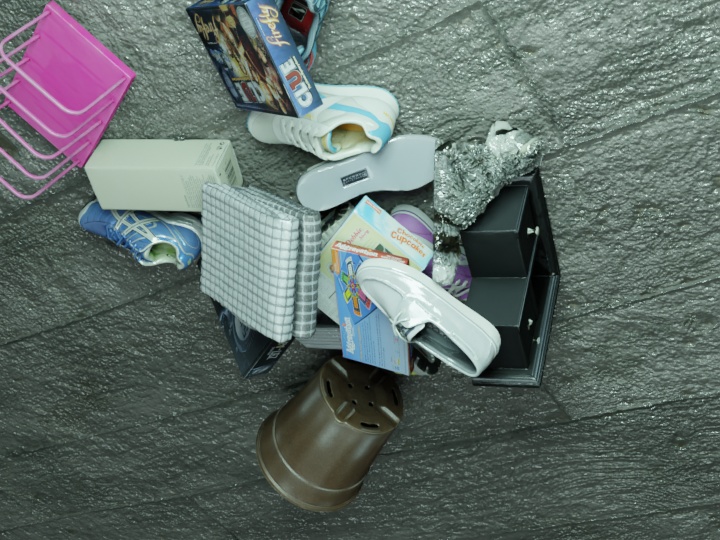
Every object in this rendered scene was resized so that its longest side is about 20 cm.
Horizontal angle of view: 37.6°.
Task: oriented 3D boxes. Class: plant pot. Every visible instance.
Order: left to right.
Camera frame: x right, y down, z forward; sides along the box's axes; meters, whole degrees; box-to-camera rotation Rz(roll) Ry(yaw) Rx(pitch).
[{"bbox_3d":[-0.041,0.250,1.703,0.199,0.201,0.199,26,130,-10],"label":"plant pot"}]

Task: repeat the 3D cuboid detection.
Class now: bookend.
[{"bbox_3d":[0.184,0.008,1.348,0.091,0.200,0.201,0,135,22],"label":"bookend"}]

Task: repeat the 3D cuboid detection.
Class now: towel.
[{"bbox_3d":[-0.126,-0.016,1.359,0.199,0.085,0.167,26,119,48],"label":"towel"}]

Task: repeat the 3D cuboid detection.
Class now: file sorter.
[{"bbox_3d":[-0.410,-0.209,1.358,0.139,0.126,0.200,41,135,-5],"label":"file sorter"}]

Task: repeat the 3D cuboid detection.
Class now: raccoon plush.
[{"bbox_3d":[0.156,-0.083,1.287,0.133,0.097,0.202,1,97,6],"label":"raccoon plush"}]

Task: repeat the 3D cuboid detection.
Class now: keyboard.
[{"bbox_3d":[-0.050,0.101,1.584,0.056,0.011,0.199,46,156,-22],"label":"keyboard"}]

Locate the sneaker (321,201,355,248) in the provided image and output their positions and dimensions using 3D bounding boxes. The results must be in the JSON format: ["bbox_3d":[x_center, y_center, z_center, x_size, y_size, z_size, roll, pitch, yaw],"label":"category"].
[{"bbox_3d":[-0.054,-0.016,1.497,0.089,0.079,0.200,39,134,-19],"label":"sneaker"}]

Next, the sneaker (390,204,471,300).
[{"bbox_3d":[0.104,0.012,1.447,0.200,0.115,0.073,35,134,-21],"label":"sneaker"}]

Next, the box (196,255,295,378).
[{"bbox_3d":[-0.156,0.027,1.504,0.043,0.201,0.160,-9,154,-35],"label":"box"}]

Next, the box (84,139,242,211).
[{"bbox_3d":[-0.269,-0.131,1.455,0.198,0.069,0.083,4,135,16],"label":"box"}]

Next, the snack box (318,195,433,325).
[{"bbox_3d":[0.000,0.000,1.393,0.116,0.037,0.200,39,139,-3],"label":"snack box"}]

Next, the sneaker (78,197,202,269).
[{"bbox_3d":[-0.324,-0.056,1.548,0.198,0.077,0.076,11,140,10],"label":"sneaker"}]

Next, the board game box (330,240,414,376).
[{"bbox_3d":[0.018,0.052,1.386,0.102,0.019,0.201,14,135,19],"label":"board game box"}]

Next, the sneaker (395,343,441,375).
[{"bbox_3d":[0.027,0.092,1.552,0.090,0.078,0.200,-17,124,46],"label":"sneaker"}]

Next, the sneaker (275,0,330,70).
[{"bbox_3d":[-0.089,-0.270,1.224,0.079,0.096,0.201,21,138,-3],"label":"sneaker"}]

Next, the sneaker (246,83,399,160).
[{"bbox_3d":[-0.055,-0.182,1.318,0.198,0.081,0.077,-1,137,22],"label":"sneaker"}]

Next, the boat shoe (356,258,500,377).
[{"bbox_3d":[0.073,0.061,1.289,0.199,0.069,0.072,36,139,3],"label":"boat shoe"}]

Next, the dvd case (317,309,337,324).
[{"bbox_3d":[0.013,0.077,1.612,0.199,0.025,0.151,22,138,-4],"label":"dvd case"}]

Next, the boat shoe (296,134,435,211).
[{"bbox_3d":[0.013,-0.131,1.359,0.198,0.070,0.071,-19,111,3],"label":"boat shoe"}]

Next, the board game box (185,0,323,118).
[{"bbox_3d":[-0.124,-0.246,1.201,0.200,0.034,0.136,22,143,61],"label":"board game box"}]
